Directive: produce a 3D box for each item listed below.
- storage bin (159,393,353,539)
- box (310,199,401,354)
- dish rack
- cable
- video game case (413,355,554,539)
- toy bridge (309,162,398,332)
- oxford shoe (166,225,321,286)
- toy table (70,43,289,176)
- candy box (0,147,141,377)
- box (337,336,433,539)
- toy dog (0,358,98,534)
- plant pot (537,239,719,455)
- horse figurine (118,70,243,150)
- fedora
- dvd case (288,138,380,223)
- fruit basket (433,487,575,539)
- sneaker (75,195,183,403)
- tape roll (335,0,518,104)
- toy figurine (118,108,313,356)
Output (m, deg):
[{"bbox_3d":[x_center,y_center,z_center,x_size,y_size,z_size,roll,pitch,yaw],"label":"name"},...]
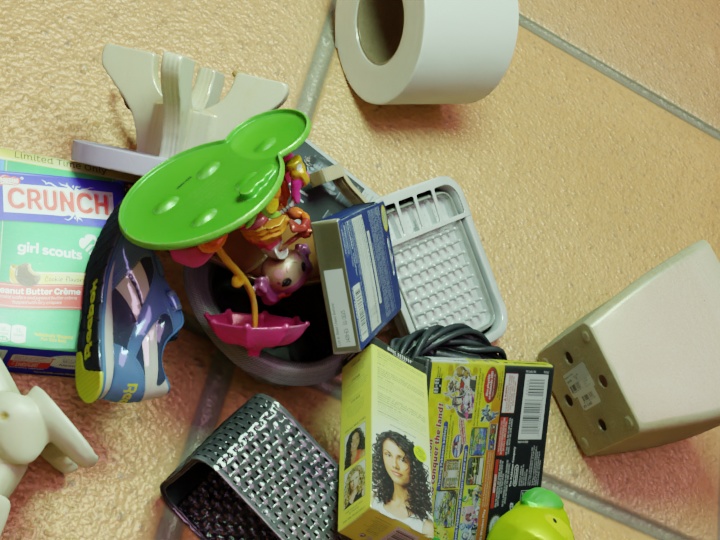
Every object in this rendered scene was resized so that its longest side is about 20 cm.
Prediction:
[{"bbox_3d":[-0.073,0.228,0.996,0.200,0.135,0.094,47,53,0],"label":"storage bin"},{"bbox_3d":[0.000,0.000,1.050,0.200,0.032,0.122,-32,113,-73],"label":"box"},{"bbox_3d":[0.079,0.004,1.222,0.171,0.043,0.201,-23,92,-46],"label":"dish rack"},{"bbox_3d":[0.100,0.138,1.145,0.163,0.051,0.200,-48,114,-17],"label":"cable"},{"bbox_3d":[0.121,0.192,1.126,0.180,0.025,0.201,6,91,-35],"label":"video game case"},{"bbox_3d":[0.007,-0.026,1.213,0.067,0.027,0.201,-26,94,-45],"label":"toy bridge"},{"bbox_3d":[-0.101,-0.035,1.050,0.199,0.071,0.072,12,54,-20],"label":"oxford shoe"},{"bbox_3d":[-0.173,-0.145,1.047,0.199,0.184,0.118,12,96,-8],"label":"toy table"},{"bbox_3d":[-0.295,-0.006,1.028,0.169,0.077,0.201,8,62,-27],"label":"candy box"},{"bbox_3d":[0.023,0.158,0.987,0.075,0.050,0.200,31,35,-26],"label":"box"},{"bbox_3d":[-0.344,0.166,0.872,0.200,0.139,0.194,-43,106,-27],"label":"toy dog"},{"bbox_3d":[0.330,0.113,1.257,0.177,0.200,0.201,-20,76,-23],"label":"plant pot"},{"bbox_3d":[-0.181,-0.153,1.161,0.199,0.050,0.133,-4,58,-14],"label":"horse figurine"},{"bbox_3d":[-0.095,0.042,1.106,0.200,0.090,0.177,40,52,3],"label":"fedora"},{"bbox_3d":[-0.087,-0.091,1.221,0.200,0.025,0.150,38,53,-8],"label":"dvd case"},{"bbox_3d":[0.168,0.316,1.066,0.215,0.155,0.217,-1,92,-24],"label":"fruit basket"},{"bbox_3d":[-0.205,0.027,0.977,0.082,0.074,0.201,14,68,-29],"label":"sneaker"},{"bbox_3d":[0.077,-0.304,1.310,0.139,0.203,0.203,-6,69,-31],"label":"tape roll"},{"bbox_3d":[-0.096,-0.018,0.981,0.200,0.150,0.184,-46,134,-30],"label":"toy figurine"}]
